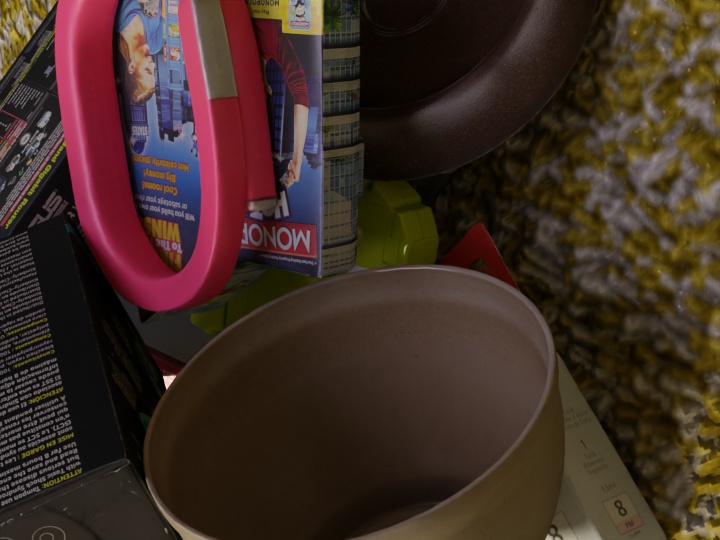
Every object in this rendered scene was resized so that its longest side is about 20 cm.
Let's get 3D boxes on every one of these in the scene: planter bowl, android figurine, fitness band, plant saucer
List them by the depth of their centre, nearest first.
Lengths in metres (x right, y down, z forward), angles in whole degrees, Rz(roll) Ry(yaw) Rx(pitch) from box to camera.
[{"bbox_3d":[0.011,0.109,0.763,0.200,0.200,0.135,31,148,50],"label":"planter bowl"},{"bbox_3d":[-0.104,-0.079,0.806,0.144,0.037,0.200,-3,95,50],"label":"fitness band"},{"bbox_3d":[0.029,-0.145,0.845,0.200,0.032,0.200,-11,64,23],"label":"plant saucer"},{"bbox_3d":[-0.021,0.016,0.892,0.182,0.041,0.200,21,112,33],"label":"android figurine"}]

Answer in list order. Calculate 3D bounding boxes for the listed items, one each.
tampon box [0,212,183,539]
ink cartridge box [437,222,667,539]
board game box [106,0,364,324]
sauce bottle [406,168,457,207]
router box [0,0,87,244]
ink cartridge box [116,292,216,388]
[{"bbox_3d":[-0.169,0.100,0.826,0.200,0.126,0.150,-115,2,-48],"label":"tampon box"},{"bbox_3d":[0.059,0.101,0.863,0.200,0.057,0.163,58,137,15],"label":"ink cartridge box"},{"bbox_3d":[-0.067,-0.063,0.837,0.200,0.062,0.200,13,108,45],"label":"board game box"},{"bbox_3d":[0.000,0.000,0.954,0.200,0.065,0.065,-58,47,37],"label":"sauce bottle"},{"bbox_3d":[-0.172,-0.097,0.975,0.200,0.062,0.150,-56,35,-6],"label":"router box"},{"bbox_3d":[-0.157,0.089,1.059,0.145,0.145,0.200,24,123,6],"label":"ink cartridge box"}]
